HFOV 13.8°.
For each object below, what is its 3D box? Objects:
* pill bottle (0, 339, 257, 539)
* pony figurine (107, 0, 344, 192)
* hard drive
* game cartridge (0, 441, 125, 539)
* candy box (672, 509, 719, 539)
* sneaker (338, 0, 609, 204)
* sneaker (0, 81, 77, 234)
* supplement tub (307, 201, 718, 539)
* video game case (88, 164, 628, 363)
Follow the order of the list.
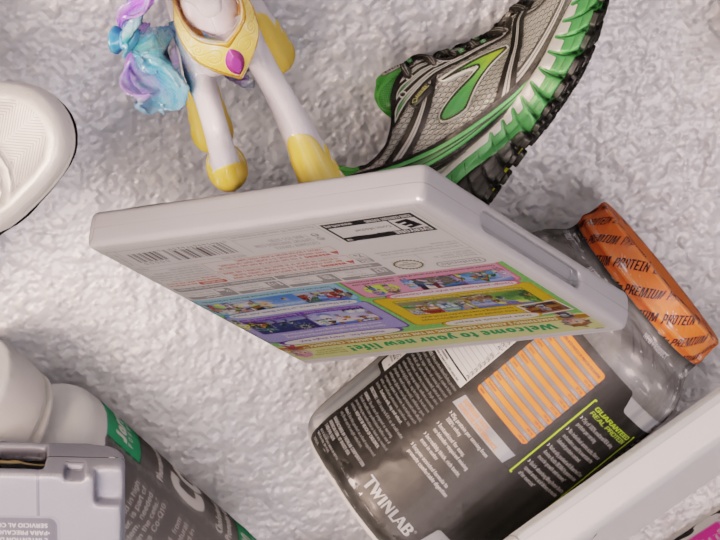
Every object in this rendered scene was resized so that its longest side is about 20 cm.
[{"bbox_3d":[-0.147,0.131,1.538,0.113,0.113,0.200,-41,120,8],"label":"pill bottle"},{"bbox_3d":[-0.074,-0.141,1.392,0.166,0.194,0.200,-21,139,0],"label":"pony figurine"},{"bbox_3d":[0.134,0.124,1.575,0.200,0.027,0.132,-32,166,-21],"label":"hard drive"},{"bbox_3d":[-0.214,0.147,1.457,0.199,0.041,0.134,2,113,-2],"label":"game cartridge"},{"bbox_3d":[0.219,0.210,1.704,0.199,0.061,0.137,-33,120,3],"label":"candy box"},{"bbox_3d":[0.056,-0.092,1.497,0.085,0.078,0.200,37,91,4],"label":"sneaker"},{"bbox_3d":[-0.197,-0.037,1.435,0.199,0.112,0.073,-29,84,26],"label":"sneaker"},{"bbox_3d":[0.081,0.064,1.557,0.200,0.123,0.123,-39,119,7],"label":"supplement tub"},{"bbox_3d":[0.000,0.000,1.445,0.199,0.022,0.182,-7,156,35],"label":"video game case"}]
